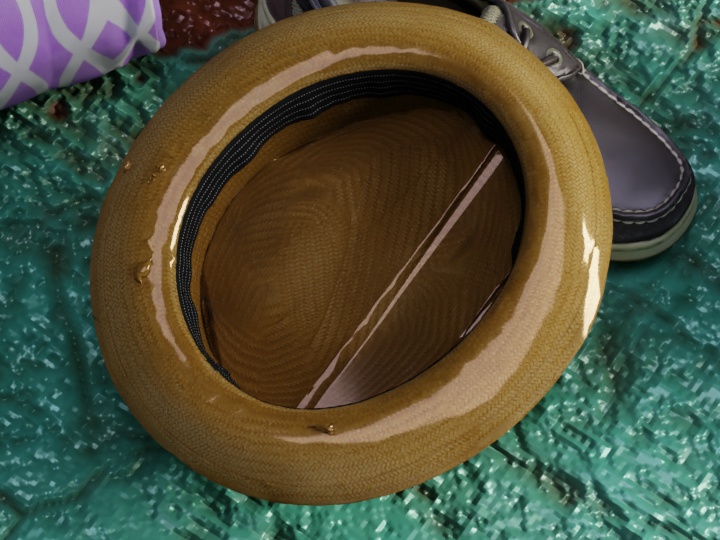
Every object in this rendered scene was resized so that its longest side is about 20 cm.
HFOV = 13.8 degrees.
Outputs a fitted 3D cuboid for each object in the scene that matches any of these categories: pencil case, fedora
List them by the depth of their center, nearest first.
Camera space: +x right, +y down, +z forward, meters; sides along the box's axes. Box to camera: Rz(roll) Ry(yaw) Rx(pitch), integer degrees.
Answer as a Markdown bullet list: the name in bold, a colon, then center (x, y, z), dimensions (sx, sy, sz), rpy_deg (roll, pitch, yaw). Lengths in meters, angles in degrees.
- **fedora**: center (0.000, 0.000, 1.108), dimensions (0.199, 0.082, 0.202), rpy_deg (-3, 71, 7)
- **pencil case**: center (-0.176, -0.097, 1.166), dimensions (0.199, 0.084, 0.086), rpy_deg (-16, 40, -11)

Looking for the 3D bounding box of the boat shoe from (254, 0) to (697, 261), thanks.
- **boat shoe**: center (0.043, -0.073, 1.160), dimensions (0.199, 0.065, 0.073), rpy_deg (29, 64, 14)
